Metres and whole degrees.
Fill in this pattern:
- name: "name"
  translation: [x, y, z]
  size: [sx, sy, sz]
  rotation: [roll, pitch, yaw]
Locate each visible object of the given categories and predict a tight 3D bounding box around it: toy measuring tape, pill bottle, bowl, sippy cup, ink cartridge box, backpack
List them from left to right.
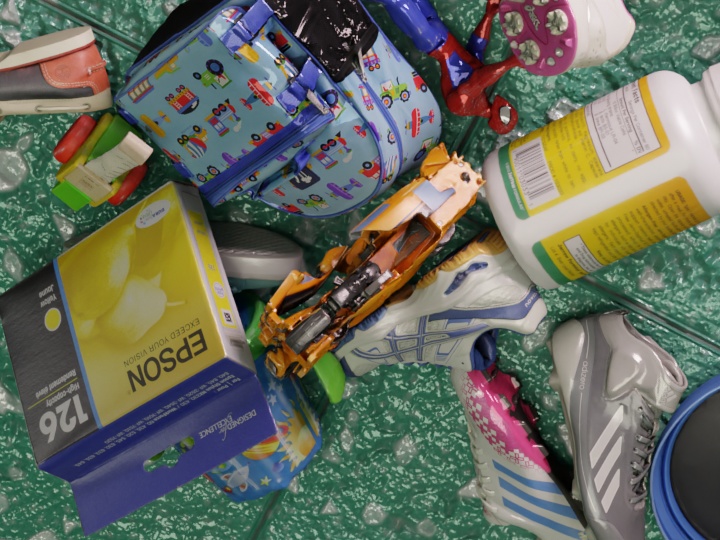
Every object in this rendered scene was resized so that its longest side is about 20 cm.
- name: "toy measuring tape"
  translation: [-0.183, -0.092, 1.261]
  size: [0.073, 0.200, 0.074]
  rotation: [4, 80, -24]
- name: "ink cartridge box"
  translation: [-0.174, 0.067, 1.256]
  size: [0.197, 0.047, 0.201]
  rotation: [-30, 65, 25]
- name: "sippy cup"
  translation: [-0.100, 0.107, 1.337]
  size: [0.140, 0.178, 0.131]
  rotation: [-44, 115, -19]
- name: "backpack"
  translation: [-0.051, -0.116, 1.218]
  size: [0.182, 0.135, 0.200]
  rotation: [-23, 117, 43]
- name: "pill bottle"
  translation: [0.198, -0.075, 1.216]
  size: [0.199, 0.113, 0.113]
  rotation: [-26, 105, 18]
- name: "bowl"
  translation: [0.328, 0.164, 1.327]
  size: [0.200, 0.039, 0.202]
  rotation: [4, 112, 9]

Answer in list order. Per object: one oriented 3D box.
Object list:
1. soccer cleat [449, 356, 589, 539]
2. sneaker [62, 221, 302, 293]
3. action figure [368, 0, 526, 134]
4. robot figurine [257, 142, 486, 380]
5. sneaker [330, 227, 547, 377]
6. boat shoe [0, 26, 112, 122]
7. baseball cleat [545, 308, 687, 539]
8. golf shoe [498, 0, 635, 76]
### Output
- name: "soccer cleat"
  translation: [0.115, 0.154, 1.343]
  size: [0.086, 0.070, 0.200]
  rotation: [-33, 103, 19]
- name: "sneaker"
  translation: [-0.136, 0.010, 1.333]
  size: [0.199, 0.074, 0.082]
  rotation: [2, 113, 21]
- name: "action figure"
  translation: [0.065, -0.190, 1.218]
  size: [0.099, 0.065, 0.200]
  rotation: [-32, 103, 29]
- name: "robot figurine"
  translation: [0.000, 0.000, 1.217]
  size: [0.200, 0.145, 0.058]
  rotation: [-42, 85, -18]
- name: "sneaker"
  translation: [0.055, 0.050, 1.283]
  size: [0.088, 0.075, 0.200]
  rotation: [53, 133, -3]
- name: "boat shoe"
  translation: [-0.289, -0.134, 1.303]
  size: [0.199, 0.071, 0.063]
  rotation: [-13, 112, 10]
- name: "baseball cleat"
  translation: [0.206, 0.130, 1.292]
  size: [0.106, 0.070, 0.201]
  rotation: [-16, 91, 25]
- name: "golf shoe"
  translation: [0.128, -0.228, 1.179]
  size: [0.075, 0.091, 0.201]
  rotation: [-33, 70, 51]
